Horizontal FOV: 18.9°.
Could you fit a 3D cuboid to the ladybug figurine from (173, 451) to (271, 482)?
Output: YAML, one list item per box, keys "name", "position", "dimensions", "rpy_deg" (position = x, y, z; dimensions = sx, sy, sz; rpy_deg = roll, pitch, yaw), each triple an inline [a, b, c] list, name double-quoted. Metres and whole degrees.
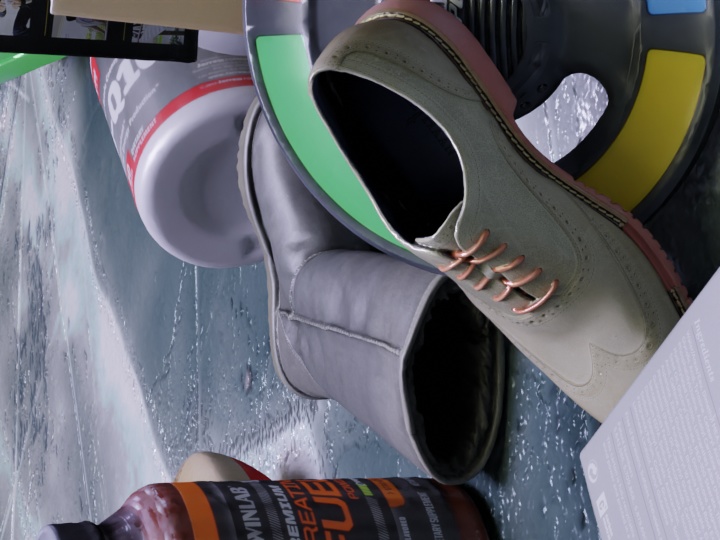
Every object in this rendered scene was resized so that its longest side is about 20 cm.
- name: "ladybug figurine"
  position: [-0.062, 0.191, 1.196]
  dimensions: [0.136, 0.071, 0.201]
  rpy_deg: [123, 142, -55]

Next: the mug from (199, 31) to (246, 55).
- name: "mug"
  position: [-0.044, -0.224, 1.082]
  dimensions: [0.153, 0.148, 0.188]
  rpy_deg: [-34, 64, 56]

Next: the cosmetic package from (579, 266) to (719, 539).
- name: "cosmetic package"
  position: [0.150, 0.035, 0.601]
  dimensions: [0.200, 0.106, 0.091]
  rpy_deg: [118, 147, -53]

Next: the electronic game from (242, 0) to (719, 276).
- name: "electronic game"
  position: [0.044, -0.094, 0.825]
  dimensions: [0.199, 0.042, 0.202]
  rpy_deg: [7, 107, 25]

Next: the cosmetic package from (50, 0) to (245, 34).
- name: "cosmetic package"
  position: [-0.028, -0.137, 0.920]
  dimensions: [0.105, 0.198, 0.072]
  rpy_deg: [-100, 16, -77]

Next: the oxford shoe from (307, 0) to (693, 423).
- name: "oxford shoe"
  position: [0.051, -0.006, 0.787]
  dimensions: [0.200, 0.074, 0.071]
  rpy_deg: [48, 124, 3]

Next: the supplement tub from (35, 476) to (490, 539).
- name: "supplement tub"
  position: [-0.045, 0.148, 0.976]
  dimensions: [0.107, 0.199, 0.108]
  rpy_deg: [-179, 90, -68]

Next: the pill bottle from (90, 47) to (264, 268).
- name: "pill bottle"
  position: [-0.091, -0.103, 1.228]
  dimensions: [0.200, 0.113, 0.115]
  rpy_deg: [-116, 34, -50]

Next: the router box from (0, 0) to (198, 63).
- name: "router box"
  position: [-0.138, -0.198, 0.979]
  dimensions: [0.051, 0.148, 0.202]
  rpy_deg: [14, 102, 49]

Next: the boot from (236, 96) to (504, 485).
- name: "boot"
  position: [0.002, -0.001, 1.040]
  dimensions: [0.200, 0.072, 0.183]
  rpy_deg: [-159, 58, -75]

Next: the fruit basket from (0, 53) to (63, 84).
- name: "fruit basket"
  position: [-0.264, -0.235, 1.711]
  dimensions: [0.215, 0.155, 0.217]
  rpy_deg: [-20, -90, -73]
